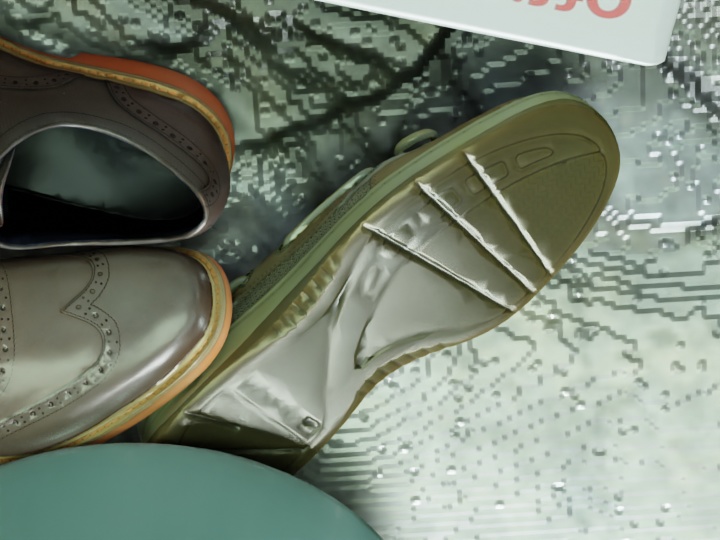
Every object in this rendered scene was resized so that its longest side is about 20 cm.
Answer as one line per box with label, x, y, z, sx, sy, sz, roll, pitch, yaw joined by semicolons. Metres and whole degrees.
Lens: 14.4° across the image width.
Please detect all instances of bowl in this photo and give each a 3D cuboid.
bowl;-0.078;0.165;1.002;0.201;0.105;0.201;1;132;1

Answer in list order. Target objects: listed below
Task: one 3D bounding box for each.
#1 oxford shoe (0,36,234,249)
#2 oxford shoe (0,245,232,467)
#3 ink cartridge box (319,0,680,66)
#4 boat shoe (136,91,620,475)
oxford shoe;-0.141;-0.047;0.961;0.200;0.073;0.071;5;112;-5
oxford shoe;-0.143;0.030;0.973;0.200;0.073;0.071;-16;68;10
ink cartridge box;0.038;-0.187;0.871;0.147;0.146;0.200;11;112;-7
boat shoe;0.001;0.002;1.000;0.201;0.063;0.073;-43;123;11
